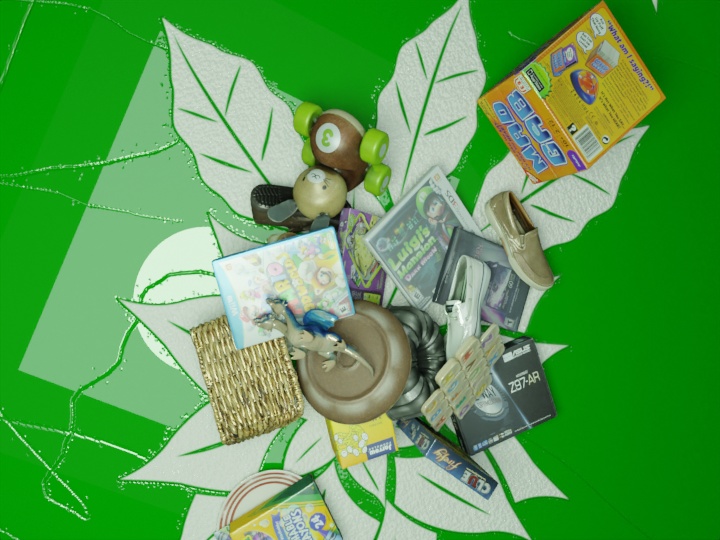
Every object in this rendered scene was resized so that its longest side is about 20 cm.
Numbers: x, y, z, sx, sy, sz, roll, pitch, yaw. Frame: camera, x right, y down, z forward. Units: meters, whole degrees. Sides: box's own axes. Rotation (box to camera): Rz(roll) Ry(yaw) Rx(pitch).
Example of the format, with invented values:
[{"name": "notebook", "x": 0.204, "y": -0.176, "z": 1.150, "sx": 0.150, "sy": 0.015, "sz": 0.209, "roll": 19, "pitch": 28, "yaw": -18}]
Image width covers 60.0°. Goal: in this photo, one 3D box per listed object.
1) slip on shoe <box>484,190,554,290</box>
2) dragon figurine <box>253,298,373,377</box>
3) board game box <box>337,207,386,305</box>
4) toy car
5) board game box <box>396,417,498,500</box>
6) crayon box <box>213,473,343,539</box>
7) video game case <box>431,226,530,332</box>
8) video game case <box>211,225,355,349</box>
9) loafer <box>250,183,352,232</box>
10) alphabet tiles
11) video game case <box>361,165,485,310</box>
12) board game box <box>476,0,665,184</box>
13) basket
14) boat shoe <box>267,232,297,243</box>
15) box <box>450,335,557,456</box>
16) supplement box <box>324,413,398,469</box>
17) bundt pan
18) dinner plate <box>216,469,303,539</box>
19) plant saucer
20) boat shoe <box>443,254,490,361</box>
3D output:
[{"name": "slip on shoe", "x": 0.310, "y": -0.058, "z": 1.174, "sx": 0.075, "sy": 0.060, "sz": 0.203, "roll": -24, "pitch": 82, "yaw": -37}, {"name": "dragon figurine", "x": -0.064, "y": 0.098, "z": 0.952, "sx": 0.196, "sy": 0.100, "sz": 0.060, "roll": 17, "pitch": 112, "yaw": -21}, {"name": "board game box", "x": 0.000, "y": 0.000, "z": 1.120, "sx": 0.119, "sy": 0.032, "sz": 0.206, "roll": 11, "pitch": 87, "yaw": -49}, {"name": "toy car", "x": -0.065, "y": -0.147, "z": 1.031, "sx": 0.161, "sy": 0.159, "sz": 0.202, "roll": 25, "pitch": 66, "yaw": 19}, {"name": "board game box", "x": 0.145, "y": 0.316, "z": 1.094, "sx": 0.134, "sy": 0.200, "sz": 0.035, "roll": 36, "pitch": 85, "yaw": -9}, {"name": "crayon box", "x": -0.142, "y": 0.469, "z": 1.090, "sx": 0.197, "sy": 0.052, "sz": 0.128, "roll": -28, "pitch": 96, "yaw": -10}, {"name": "video game case", "x": 0.238, "y": 0.020, "z": 1.183, "sx": 0.196, "sy": 0.019, "sz": 0.146, "roll": 20, "pitch": 86, "yaw": -24}, {"name": "video game case", "x": -0.118, "y": 0.027, "z": 0.976, "sx": 0.195, "sy": 0.018, "sz": 0.147, "roll": -16, "pitch": 103, "yaw": -6}, {"name": "loafer", "x": -0.105, "y": -0.106, "z": 1.115, "sx": 0.195, "sy": 0.071, "sz": 0.075, "roll": 9, "pitch": 54, "yaw": -20}, {"name": "alphabet tiles", "x": 0.183, "y": 0.188, "z": 1.078, "sx": 0.196, "sy": 0.201, "sz": 0.015, "roll": -46, "pitch": 56, "yaw": -10}, {"name": "video game case", "x": 0.122, "y": -0.056, "z": 1.145, "sx": 0.200, "sy": 0.023, "sz": 0.183, "roll": -45, "pitch": 112, "yaw": -15}, {"name": "board game box", "x": 0.373, "y": -0.310, "z": 1.134, "sx": 0.199, "sy": 0.200, "sz": 0.201, "roll": -39, "pitch": 97, "yaw": -8}, {"name": "basket", "x": -0.181, "y": 0.174, "z": 1.049, "sx": 0.146, "sy": 0.143, "sz": 0.204, "roll": -20, "pitch": 76, "yaw": -8}, {"name": "boat shoe", "x": -0.095, "y": 0.015, "z": 1.113, "sx": 0.072, "sy": 0.064, "sz": 0.201, "roll": -47, "pitch": 118, "yaw": -21}, {"name": "box", "x": 0.262, "y": 0.238, "z": 1.197, "sx": 0.196, "sy": 0.043, "sz": 0.164, "roll": -20, "pitch": 95, "yaw": -10}, {"name": "supplement box", "x": -0.015, "y": 0.224, "z": 1.106, "sx": 0.106, "sy": 0.109, "sz": 0.205, "roll": -14, "pitch": 94, "yaw": -10}, {"name": "bundt pan", "x": 0.091, "y": 0.156, "z": 1.085, "sx": 0.200, "sy": 0.074, "sz": 0.207, "roll": 22, "pitch": 62, "yaw": -51}, {"name": "dinner plate", "x": -0.160, "y": 0.459, "z": 1.123, "sx": 0.194, "sy": 0.024, "sz": 0.206, "roll": 0, "pitch": 91, "yaw": -11}, {"name": "plant saucer", "x": -0.017, "y": 0.142, "z": 1.005, "sx": 0.195, "sy": 0.037, "sz": 0.206, "roll": -5, "pitch": 72, "yaw": 14}, {"name": "boat shoe", "x": 0.175, "y": 0.071, "z": 1.107, "sx": 0.066, "sy": 0.073, "sz": 0.205, "roll": 25, "pitch": 67, "yaw": -29}]
